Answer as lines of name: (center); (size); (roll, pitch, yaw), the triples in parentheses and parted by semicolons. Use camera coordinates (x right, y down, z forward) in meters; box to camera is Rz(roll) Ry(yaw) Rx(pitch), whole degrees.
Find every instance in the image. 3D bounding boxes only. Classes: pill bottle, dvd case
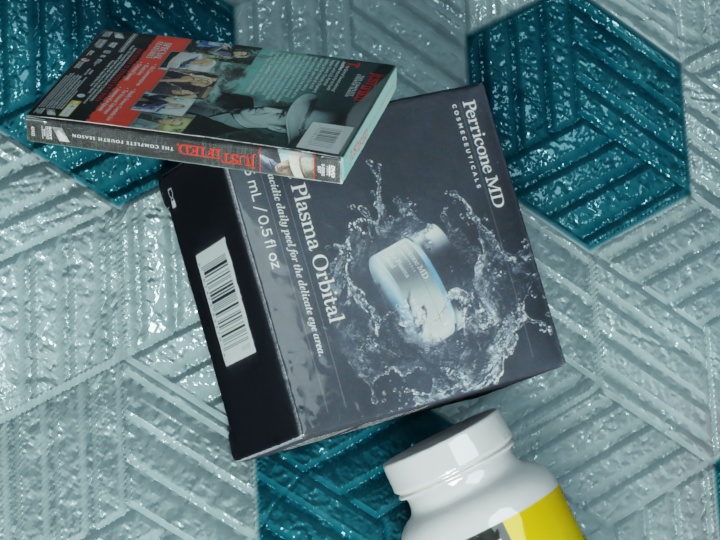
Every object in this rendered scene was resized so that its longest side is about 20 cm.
pill bottle: (0.096, 0.197, 1.491); (0.112, 0.112, 0.200); (-27, 90, -26)
dvd case: (-0.090, -0.104, 1.429); (0.199, 0.022, 0.146); (7, 29, 11)

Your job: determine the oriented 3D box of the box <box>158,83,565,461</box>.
box: (0.000, 0.000, 1.492); (0.199, 0.117, 0.197); (-14, 84, -27)
